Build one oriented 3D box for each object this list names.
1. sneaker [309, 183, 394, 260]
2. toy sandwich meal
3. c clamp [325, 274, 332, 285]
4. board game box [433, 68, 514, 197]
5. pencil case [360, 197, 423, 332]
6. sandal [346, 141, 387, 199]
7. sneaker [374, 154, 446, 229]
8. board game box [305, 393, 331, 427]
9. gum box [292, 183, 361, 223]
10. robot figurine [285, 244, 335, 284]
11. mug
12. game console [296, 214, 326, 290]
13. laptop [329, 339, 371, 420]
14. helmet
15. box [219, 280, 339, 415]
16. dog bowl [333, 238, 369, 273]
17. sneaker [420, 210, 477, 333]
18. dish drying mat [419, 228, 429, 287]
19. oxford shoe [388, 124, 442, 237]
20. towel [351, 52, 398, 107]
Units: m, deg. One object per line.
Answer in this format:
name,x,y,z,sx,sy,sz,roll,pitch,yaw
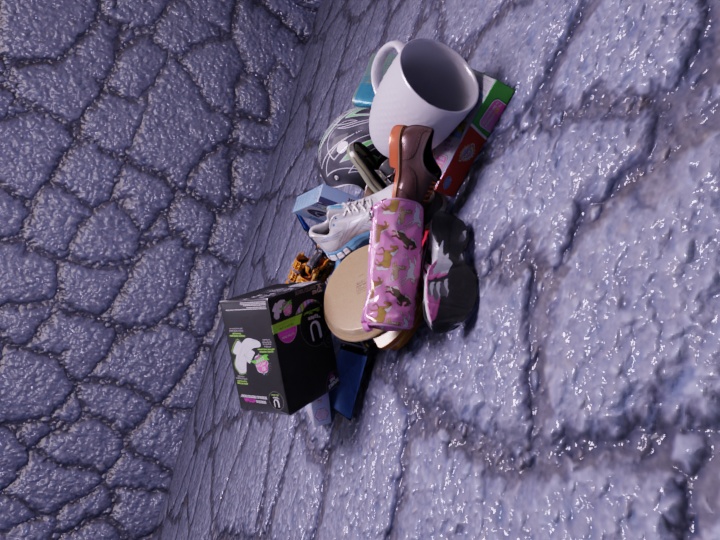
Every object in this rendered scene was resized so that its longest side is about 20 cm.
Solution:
sneaker,-0.012,-0.095,0.957,0.200,0.087,0.075,-36,36,25
toy sandwich meal,0.025,0.044,0.928,0.204,0.070,0.206,-21,51,29
c clamp,-0.028,-0.019,1.188,0.171,0.027,0.200,-54,6,-29
board game box,0.174,-0.249,0.956,0.201,0.040,0.153,-62,22,22
pencil case,0.048,-0.006,0.815,0.083,0.086,0.202,15,-102,-74
sandal,0.028,-0.156,1.054,0.057,0.202,0.080,-27,14,26
sneaker,0.082,-0.149,0.982,0.075,0.106,0.200,-47,26,12
board game box,-0.114,0.196,1.154,0.200,0.041,0.201,-145,47,-68
gum box,-0.046,-0.132,1.218,0.200,0.169,0.045,-1,71,68
robot figurine,-0.091,-0.012,1.103,0.146,0.058,0.200,-64,-9,30
mug,0.081,-0.297,0.925,0.201,0.147,0.175,63,149,11
game console,-0.144,-0.040,1.456,0.172,0.118,0.200,-65,21,13
laptop,-0.064,0.164,1.065,0.116,0.200,0.187,-40,9,-16
helmet,0.010,-0.250,1.144,0.200,0.190,0.201,-53,23,33
box,-0.140,0.133,0.962,0.124,0.148,0.202,-4,98,36
dog bowl,0.000,0.000,1.053,0.049,0.111,0.201,-10,61,51
sneaker,0.126,0.012,0.821,0.087,0.080,0.201,114,170,-53
dish drying mat,0.091,0.008,0.964,0.201,0.018,0.077,-69,20,5
oxford shoe,0.093,-0.132,0.867,0.071,0.072,0.201,-47,-45,-52
towel,0.095,-0.377,1.082,0.022,0.199,0.147,65,-138,-57
